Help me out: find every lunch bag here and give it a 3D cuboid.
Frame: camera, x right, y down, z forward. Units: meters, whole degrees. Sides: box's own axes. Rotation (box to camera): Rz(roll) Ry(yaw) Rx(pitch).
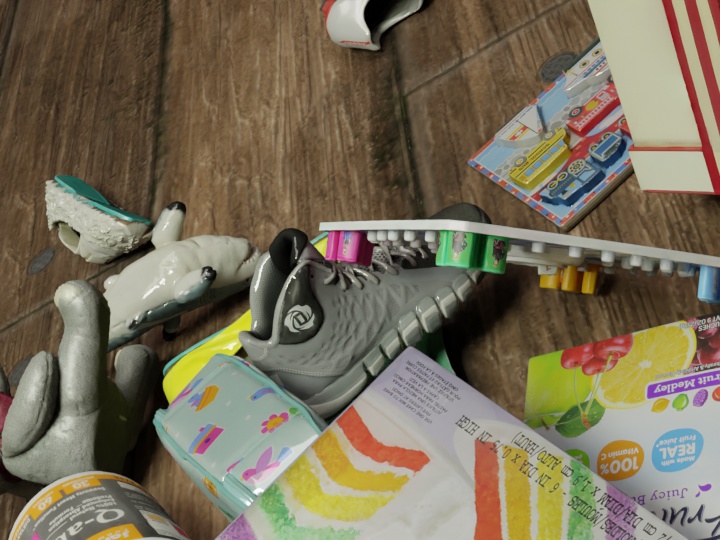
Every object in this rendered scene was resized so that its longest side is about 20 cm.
[{"bbox_3d":[-0.037,0.143,0.887,0.077,0.161,0.200,-42,27,-12],"label":"lunch bag"}]

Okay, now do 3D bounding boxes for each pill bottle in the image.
[{"bbox_3d":[-0.153,0.212,0.934,0.116,0.116,0.200,-47,26,-10],"label":"pill bottle"}]

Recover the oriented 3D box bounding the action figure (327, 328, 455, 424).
[{"bbox_3d":[0.034,0.103,0.957,0.118,0.055,0.200,-35,38,3],"label":"action figure"}]

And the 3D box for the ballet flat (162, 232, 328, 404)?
[{"bbox_3d":[-0.064,0.052,1.112,0.200,0.067,0.067,-39,55,8],"label":"ballet flat"}]

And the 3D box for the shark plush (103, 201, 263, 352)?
[{"bbox_3d":[-0.169,0.040,1.209,0.200,0.083,0.091,-46,53,2],"label":"shark plush"}]

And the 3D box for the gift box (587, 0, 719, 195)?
[{"bbox_3d":[0.276,-0.150,0.895,0.200,0.187,0.184,-35,26,-28],"label":"gift box"}]

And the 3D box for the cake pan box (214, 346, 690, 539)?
[{"bbox_3d":[0.039,0.157,0.715,0.200,0.052,0.184,36,69,30],"label":"cake pan box"}]

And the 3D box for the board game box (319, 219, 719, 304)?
[{"bbox_3d":[0.100,-0.005,0.867,0.200,0.200,0.026,-176,92,-67],"label":"board game box"}]

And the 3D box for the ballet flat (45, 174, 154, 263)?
[{"bbox_3d":[-0.256,-0.042,1.410,0.072,0.072,0.200,-47,32,-10],"label":"ballet flat"}]

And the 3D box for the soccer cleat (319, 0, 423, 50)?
[{"bbox_3d":[0.045,-0.291,1.391,0.200,0.069,0.085,-50,43,-9],"label":"soccer cleat"}]

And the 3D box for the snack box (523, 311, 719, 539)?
[{"bbox_3d":[0.157,0.126,0.795,0.142,0.053,0.200,-17,45,33],"label":"snack box"}]

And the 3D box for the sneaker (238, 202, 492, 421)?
[{"bbox_3d":[0.000,0.000,0.959,0.200,0.116,0.075,-46,33,-17],"label":"sneaker"}]

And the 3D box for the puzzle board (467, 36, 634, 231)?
[{"bbox_3d":[0.186,-0.126,1.100,0.200,0.017,0.151,-42,34,-3],"label":"puzzle board"}]

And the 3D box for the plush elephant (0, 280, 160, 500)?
[{"bbox_3d":[-0.259,0.121,1.122,0.154,0.165,0.201,2,72,13],"label":"plush elephant"}]
